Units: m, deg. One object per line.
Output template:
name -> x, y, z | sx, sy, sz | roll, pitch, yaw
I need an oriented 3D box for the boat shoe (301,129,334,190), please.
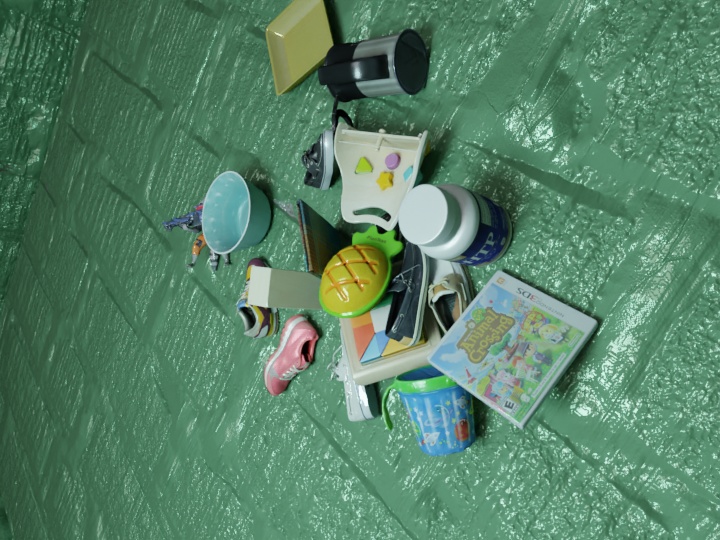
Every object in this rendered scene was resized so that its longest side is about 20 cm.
boat shoe -> -0.092, -0.229, 1.098 | 0.200, 0.065, 0.071 | 122, 148, -74

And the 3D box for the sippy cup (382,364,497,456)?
sippy cup -> 0.135, 0.234, 0.888 | 0.176, 0.138, 0.133 | -14, 86, 48

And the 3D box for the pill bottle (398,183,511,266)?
pill bottle -> 0.153, -0.074, 0.852 | 0.118, 0.198, 0.122 | -5, 82, 40

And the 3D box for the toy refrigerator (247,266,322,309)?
toy refrigerator -> -0.135, 0.039, 1.089 | 0.069, 0.198, 0.078 | 5, 89, 40

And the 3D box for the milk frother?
milk frother -> 0.025, -0.353, 1.057 | 0.186, 0.181, 0.202 | 10, 135, 41

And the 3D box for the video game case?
video game case -> 0.231, 0.111, 0.811 | 0.181, 0.022, 0.200 | 32, 72, 38

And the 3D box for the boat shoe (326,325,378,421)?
boat shoe -> -0.027, 0.202, 1.057 | 0.085, 0.074, 0.206 | -18, 80, 20

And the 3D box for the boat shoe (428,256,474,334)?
boat shoe -> 0.156, 0.038, 0.923 | 0.074, 0.068, 0.203 | -37, 62, 31

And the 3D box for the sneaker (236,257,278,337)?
sneaker -> -0.255, 0.061, 1.262 | 0.074, 0.089, 0.203 | -28, 68, 35

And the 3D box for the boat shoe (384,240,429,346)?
boat shoe -> 0.081, 0.031, 0.938 | 0.075, 0.061, 0.204 | 149, 131, -71

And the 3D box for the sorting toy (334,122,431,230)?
sorting toy -> 0.037, -0.173, 1.003 | 0.197, 0.106, 0.183 | 16, 88, 33

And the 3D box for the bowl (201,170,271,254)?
bowl -> -0.298, -0.136, 1.311 | 0.198, 0.104, 0.205 | -6, 80, 40

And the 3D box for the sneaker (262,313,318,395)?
sneaker -> -0.154, 0.203, 1.170 | 0.086, 0.073, 0.203 | 32, 106, 37

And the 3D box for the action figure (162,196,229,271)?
action figure -> -0.433, -0.102, 1.430 | 0.196, 0.105, 0.197 | -5, 76, 15

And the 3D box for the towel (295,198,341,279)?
towel -> -0.076, -0.044, 1.053 | 0.021, 0.200, 0.149 | -15, 73, 15

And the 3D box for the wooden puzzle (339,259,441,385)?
wooden puzzle -> 0.048, 0.095, 0.989 | 0.182, 0.037, 0.203 | -19, 73, 12

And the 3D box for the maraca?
maraca -> 0.000, 0.000, 0.965 | 0.135, 0.107, 0.202 | 16, 63, 31

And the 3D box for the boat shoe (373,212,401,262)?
boat shoe -> 0.018, -0.026, 1.051 | 0.074, 0.066, 0.202 | 40, 111, 36

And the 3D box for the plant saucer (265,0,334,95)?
plant saucer -> -0.136, -0.547, 1.255 | 0.198, 0.048, 0.204 | -25, 70, 36
